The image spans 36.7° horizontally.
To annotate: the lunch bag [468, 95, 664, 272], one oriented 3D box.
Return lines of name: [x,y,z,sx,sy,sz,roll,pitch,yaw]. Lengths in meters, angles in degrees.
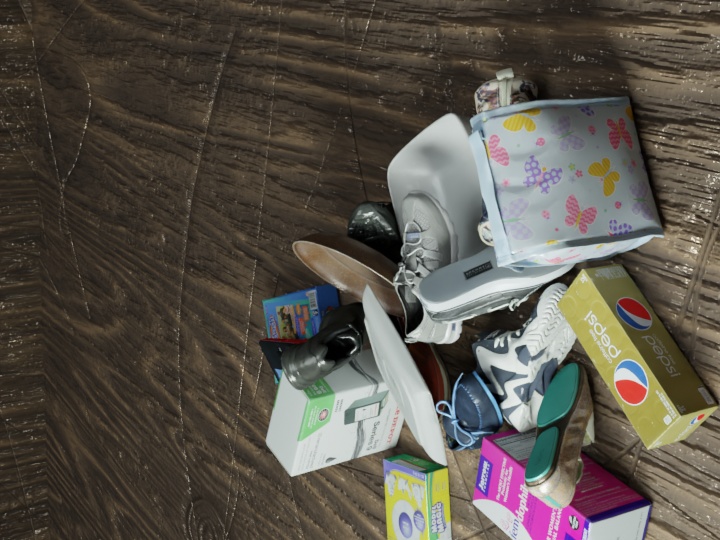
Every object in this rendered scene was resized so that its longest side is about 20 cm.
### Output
lunch bag: [0.210,-0.094,1.186,0.127,0.198,0.172,-27,74,56]

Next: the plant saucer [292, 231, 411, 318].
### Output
plant saucer: [0.000,0.000,1.493,0.200,0.200,0.037,7,64,57]

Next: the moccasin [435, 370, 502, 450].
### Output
moccasin: [0.141,0.197,1.402,0.081,0.068,0.201,59,171,30]

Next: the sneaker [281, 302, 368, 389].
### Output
sneaker: [-0.026,0.101,1.539,0.090,0.200,0.076,-24,102,37]

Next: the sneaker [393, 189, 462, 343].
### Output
sneaker: [0.079,-0.003,1.387,0.074,0.081,0.203,-13,86,57]

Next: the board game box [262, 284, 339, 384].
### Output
board game box: [-0.095,0.111,1.854,0.199,0.045,0.154,-13,86,57]

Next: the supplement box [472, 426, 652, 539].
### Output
supplement box: [0.237,0.281,1.309,0.200,0.102,0.102,35,126,52]

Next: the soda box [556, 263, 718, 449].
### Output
soda box: [0.302,0.091,1.202,0.201,0.063,0.068,62,143,30]

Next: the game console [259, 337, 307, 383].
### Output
game console: [-0.087,0.203,1.807,0.176,0.031,0.202,-5,114,55]

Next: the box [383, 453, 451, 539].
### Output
box: [0.086,0.386,1.621,0.117,0.048,0.203,4,101,58]

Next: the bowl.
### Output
bowl: [0.130,-0.089,1.432,0.199,0.074,0.202,-36,65,55]

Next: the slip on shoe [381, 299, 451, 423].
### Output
slip on shoe: [0.077,0.128,1.571,0.074,0.061,0.202,-35,68,53]

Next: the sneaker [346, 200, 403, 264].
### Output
sneaker: [0.023,-0.062,1.536,0.200,0.075,0.092,62,-157,-68]

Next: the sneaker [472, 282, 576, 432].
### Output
sneaker: [0.194,0.086,1.357,0.129,0.079,0.201,38,133,42]

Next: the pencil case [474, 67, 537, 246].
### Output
pencil case: [0.177,-0.134,1.298,0.090,0.077,0.202,83,-172,-72]

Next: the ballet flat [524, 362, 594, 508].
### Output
ballet flat: [0.238,0.196,1.266,0.067,0.201,0.068,45,135,-15]

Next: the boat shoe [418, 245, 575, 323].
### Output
boat shoe: [0.172,0.017,1.325,0.068,0.197,0.074,62,-174,-48]

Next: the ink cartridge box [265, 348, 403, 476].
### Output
ink cartridge box: [-0.028,0.206,1.625,0.084,0.198,0.147,44,131,41]

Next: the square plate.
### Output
square plate: [0.055,0.146,1.472,0.201,0.028,0.199,75,168,-51]
